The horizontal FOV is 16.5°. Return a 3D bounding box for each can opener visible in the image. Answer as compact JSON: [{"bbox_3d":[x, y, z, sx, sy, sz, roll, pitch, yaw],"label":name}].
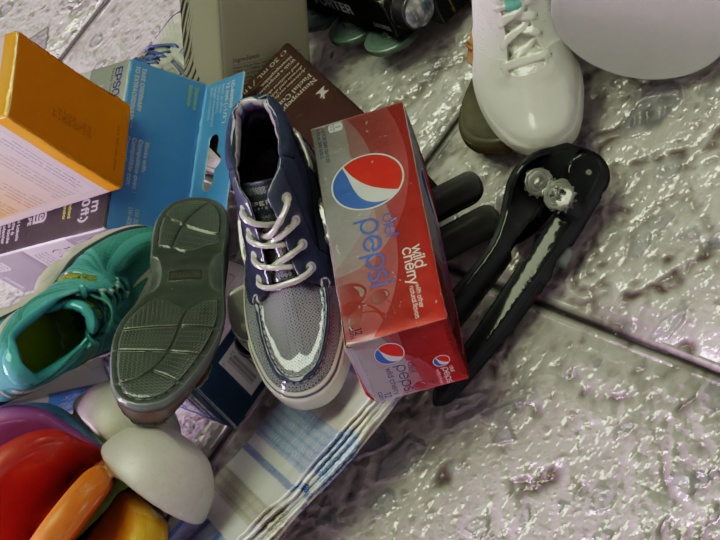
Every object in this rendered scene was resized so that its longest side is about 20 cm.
[{"bbox_3d":[0.098,0.002,1.634,0.063,0.079,0.200,28,80,19],"label":"can opener"},{"bbox_3d":[0.000,0.000,1.700,0.199,0.067,0.053,-27,80,-7],"label":"can opener"}]

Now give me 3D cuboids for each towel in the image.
[{"bbox_3d":[-0.055,0.127,1.644,0.200,0.024,0.147,-49,19,-5],"label":"towel"}]

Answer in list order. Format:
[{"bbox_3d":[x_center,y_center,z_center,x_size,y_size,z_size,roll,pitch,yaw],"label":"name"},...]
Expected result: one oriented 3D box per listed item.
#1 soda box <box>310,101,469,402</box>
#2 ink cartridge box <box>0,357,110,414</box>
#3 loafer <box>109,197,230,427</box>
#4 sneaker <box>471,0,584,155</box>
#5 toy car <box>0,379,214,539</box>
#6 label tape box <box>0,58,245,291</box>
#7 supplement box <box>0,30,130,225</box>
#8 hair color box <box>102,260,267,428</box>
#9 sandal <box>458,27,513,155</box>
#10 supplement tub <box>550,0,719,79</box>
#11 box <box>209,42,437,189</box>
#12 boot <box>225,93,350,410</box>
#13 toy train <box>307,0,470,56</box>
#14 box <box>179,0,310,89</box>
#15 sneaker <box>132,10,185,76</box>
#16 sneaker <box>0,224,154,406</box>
[{"bbox_3d":[0.018,-0.014,1.611,0.070,0.064,0.201,-15,47,6],"label":"soda box"},{"bbox_3d":[-0.287,0.104,1.802,0.200,0.115,0.068,-36,72,39],"label":"ink cartridge box"},{"bbox_3d":[-0.120,0.037,1.678,0.071,0.063,0.200,2,44,10],"label":"loafer"},{"bbox_3d":[0.104,-0.177,1.694,0.075,0.089,0.201,-11,68,5],"label":"sneaker"},{"bbox_3d":[-0.204,0.154,1.655,0.175,0.150,0.200,-56,25,5],"label":"toy car"},{"bbox_3d":[-0.186,-0.076,1.833,0.199,0.066,0.144,-14,58,35],"label":"label tape box"},{"bbox_3d":[-0.281,-0.091,1.787,0.199,0.126,0.074,-15,59,32],"label":"supplement box"},{"bbox_3d":[-0.135,0.038,1.800,0.200,0.061,0.100,17,66,49],"label":"hair color box"},{"bbox_3d":[0.111,-0.167,1.770,0.081,0.055,0.201,-4,53,40],"label":"sandal"},{"bbox_3d":[0.203,-0.244,1.685,0.144,0.144,0.201,-13,47,34],"label":"supplement tub"},{"bbox_3d":[-0.030,-0.075,1.801,0.100,0.075,0.200,-44,39,-1],"label":"box"},{"bbox_3d":[-0.056,-0.013,1.628,0.072,0.090,0.201,-16,60,10],"label":"boot"},{"bbox_3d":[0.009,-0.231,1.908,0.114,0.085,0.200,-41,33,-17],"label":"toy train"},{"bbox_3d":[-0.090,-0.212,1.874,0.082,0.201,0.068,-15,27,-27],"label":"box"},{"bbox_3d":[-0.168,-0.142,1.975,0.075,0.088,0.201,-12,47,37],"label":"sneaker"},{"bbox_3d":[-0.189,0.033,1.694,0.079,0.078,0.200,-16,18,47],"label":"sneaker"}]
